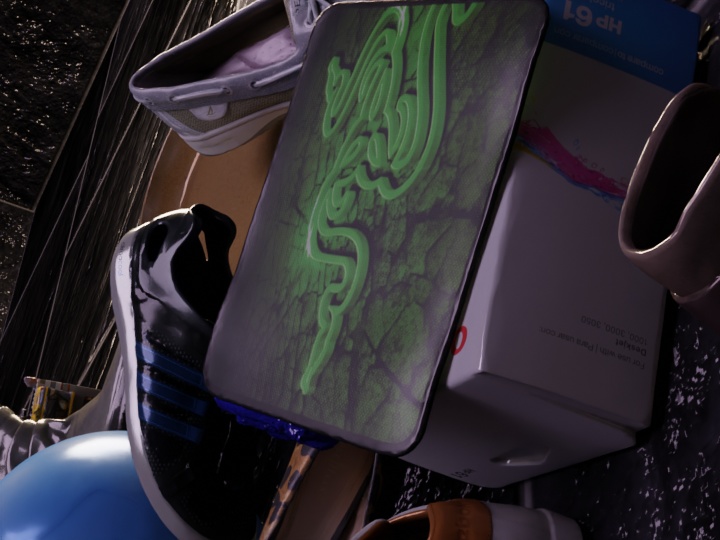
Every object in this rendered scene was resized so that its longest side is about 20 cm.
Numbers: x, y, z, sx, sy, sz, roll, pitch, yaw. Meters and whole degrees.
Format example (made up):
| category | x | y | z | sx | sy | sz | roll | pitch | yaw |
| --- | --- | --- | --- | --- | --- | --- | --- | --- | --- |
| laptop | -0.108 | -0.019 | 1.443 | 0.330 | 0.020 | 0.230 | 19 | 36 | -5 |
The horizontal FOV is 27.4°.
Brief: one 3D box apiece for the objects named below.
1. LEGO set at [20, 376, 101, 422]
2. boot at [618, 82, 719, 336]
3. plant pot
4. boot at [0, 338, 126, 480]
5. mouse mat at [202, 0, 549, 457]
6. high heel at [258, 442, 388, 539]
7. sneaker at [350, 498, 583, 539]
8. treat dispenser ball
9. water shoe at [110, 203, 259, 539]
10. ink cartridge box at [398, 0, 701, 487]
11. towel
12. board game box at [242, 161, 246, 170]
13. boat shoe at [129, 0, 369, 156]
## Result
| category | x | y | z | sx | sy | sz | roll | pitch | yaw |
| --- | --- | --- | --- | --- | --- | --- | --- | --- | --- |
| LEGO set | -0.222 | 0.160 | 1.151 | 0.154 | 0.115 | 0.201 | -179 | 100 | -73 |
| boot | 0.129 | 0.015 | 0.359 | 0.070 | 0.146 | 0.201 | 0 | 71 | 70 |
| plant pot | -0.077 | -0.061 | 0.935 | 0.200 | 0.027 | 0.201 | -33 | 45 | 40 |
| boot | -0.214 | 0.117 | 1.056 | 0.068 | 0.130 | 0.201 | 14 | -89 | -70 |
| mouse mat | 0.001 | -0.027 | 0.654 | 0.161 | 0.008 | 0.201 | 10 | 79 | 51 |
| high heel | -0.024 | 0.151 | 0.793 | 0.200 | 0.071 | 0.143 | -83 | 13 | -61 |
| sneaker | 0.016 | 0.146 | 0.668 | 0.200 | 0.084 | 0.073 | 129 | 153 | -50 |
| treat dispenser ball | -0.151 | 0.201 | 0.918 | 0.201 | 0.200 | 0.201 | -56 | 22 | 37 |
| water shoe | -0.088 | 0.062 | 0.832 | 0.079 | 0.071 | 0.201 | -24 | 79 | 37 |
| ink cartridge box | 0.072 | -0.016 | 0.670 | 0.144 | 0.084 | 0.201 | 142 | 143 | -61 |
| towel | -0.018 | -0.015 | 0.729 | 0.148 | 0.049 | 0.201 | 165 | 122 | -75 |
| board game box | -0.096 | -0.030 | 1.080 | 0.200 | 0.045 | 0.153 | -115 | 44 | -69 |
| boat shoe | -0.047 | -0.133 | 0.854 | 0.201 | 0.065 | 0.075 | -24 | 49 | 35 |
